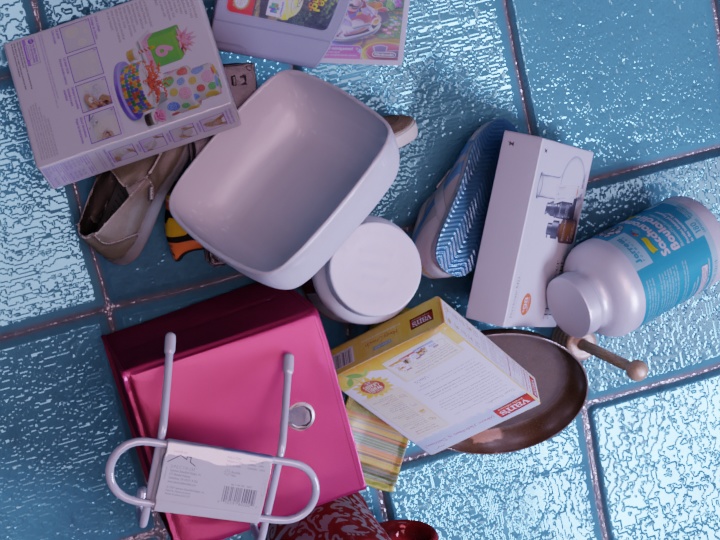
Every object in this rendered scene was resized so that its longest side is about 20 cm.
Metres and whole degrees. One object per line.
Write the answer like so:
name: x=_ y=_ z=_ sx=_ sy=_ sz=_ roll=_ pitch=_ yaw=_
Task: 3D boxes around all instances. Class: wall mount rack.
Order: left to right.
wall mount rack: x=-0.133 y=0.158 z=1.468 sx=0.199 sy=0.075 sz=0.175 roll=10 pitch=100 yaw=-15

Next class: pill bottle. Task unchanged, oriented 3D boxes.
pill bottle: x=0.000 y=0.000 z=1.613 sx=0.109 sy=0.200 sz=0.110 roll=0 pitch=88 yaw=-8
pill bottle: x=0.298 y=0.002 z=1.729 sx=0.199 sy=0.111 sz=0.111 roll=-26 pitch=105 yaw=-29

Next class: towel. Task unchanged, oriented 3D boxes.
towel: x=0.028 y=0.139 z=1.743 sx=0.086 sy=0.018 sz=0.201 roll=17 pitch=92 yaw=-18

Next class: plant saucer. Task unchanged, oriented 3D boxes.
plant saucer: x=0.146 y=0.126 z=1.721 sx=0.199 sy=0.032 sz=0.201 roll=-3 pitch=136 yaw=-3

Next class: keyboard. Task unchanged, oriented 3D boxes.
keyboard: x=-0.109 y=-0.110 z=1.602 sx=0.126 sy=0.021 sz=0.201 roll=-8 pitch=93 yaw=-12

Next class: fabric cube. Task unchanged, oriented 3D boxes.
fabric cube: x=-0.132 y=0.139 z=1.601 sx=0.198 sy=0.200 sz=0.197 roll=-17 pitch=103 yaw=-12

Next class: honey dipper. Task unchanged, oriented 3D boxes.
honey dipper: x=0.261 y=0.091 z=1.708 sx=0.038 sy=0.200 sz=0.038 roll=-3 pitch=99 yaw=-16

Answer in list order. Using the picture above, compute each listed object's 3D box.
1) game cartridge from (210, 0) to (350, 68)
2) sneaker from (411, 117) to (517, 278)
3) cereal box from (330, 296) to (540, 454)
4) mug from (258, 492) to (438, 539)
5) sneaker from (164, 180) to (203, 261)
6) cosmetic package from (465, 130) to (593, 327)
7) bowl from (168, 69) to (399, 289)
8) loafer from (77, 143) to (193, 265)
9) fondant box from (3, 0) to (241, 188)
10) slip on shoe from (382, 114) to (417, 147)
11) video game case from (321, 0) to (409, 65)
game cartridge: x=-0.071 y=-0.295 z=1.571 sx=0.132 sy=0.041 sz=0.201 roll=7 pitch=128 yaw=-12
sneaker: x=0.110 y=-0.081 z=1.708 sx=0.076 sy=0.081 sz=0.201 roll=41 pitch=65 yaw=-24
cereal box: x=0.076 y=0.113 z=1.638 sx=0.143 sy=0.040 sz=0.200 roll=-27 pitch=139 yaw=22
mug: x=-0.006 y=0.292 z=1.658 sx=0.177 sy=0.200 sz=0.134 roll=-32 pitch=104 yaw=-9
sneaker: x=-0.107 y=-0.049 z=1.657 sx=0.199 sy=0.070 sz=0.091 roll=-1 pitch=105 yaw=-12
cosmetic package: x=0.183 y=-0.041 z=1.700 sx=0.151 sy=0.051 sz=0.201 roll=3 pitch=99 yaw=-59
bowl: x=-0.066 y=-0.080 z=1.523 sx=0.200 sy=0.200 sz=0.075 roll=-49 pitch=138 yaw=-8
loafer: x=-0.227 y=-0.104 z=1.595 sx=0.069 sy=0.075 sz=0.201 roll=17 pitch=92 yaw=-52
fondant box: x=-0.232 y=-0.181 z=1.549 sx=0.199 sy=0.058 sz=0.145 roll=-19 pitch=69 yaw=0
slip on shoe: x=-0.038 y=-0.146 z=1.658 sx=0.199 sy=0.076 sz=0.061 roll=-11 pitch=107 yaw=-7
video game case: x=-0.018 y=-0.300 z=1.606 sx=0.142 sy=0.018 sz=0.201 roll=1 pitch=128 yaw=-6
